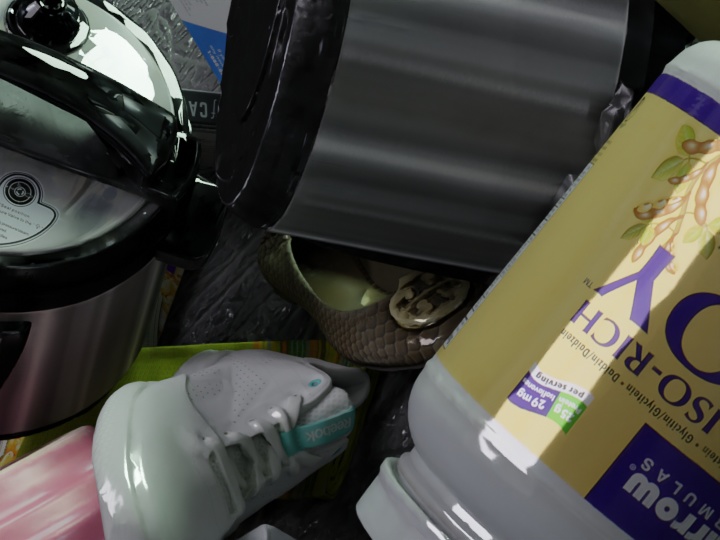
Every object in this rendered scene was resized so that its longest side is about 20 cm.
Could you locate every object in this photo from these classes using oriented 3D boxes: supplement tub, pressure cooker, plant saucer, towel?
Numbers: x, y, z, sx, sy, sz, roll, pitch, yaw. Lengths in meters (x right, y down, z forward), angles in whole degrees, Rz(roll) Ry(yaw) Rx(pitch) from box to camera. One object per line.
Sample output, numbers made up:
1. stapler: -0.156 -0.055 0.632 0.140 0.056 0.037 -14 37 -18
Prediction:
1. supplement tub: 0.107 0.040 0.720 0.200 0.145 0.145 -52 29 4
2. pressure cooker: 0.050 -0.084 0.894 0.179 0.199 0.177 -174 94 -77
3. pressure cooker: -0.169 -0.039 0.978 0.179 0.175 0.200 62 152 24
4. plant saucer: -0.176 0.124 0.946 0.200 0.051 0.201 -27 1 0
5. towel: -0.084 0.071 1.033 0.199 0.018 0.086 -4 52 34

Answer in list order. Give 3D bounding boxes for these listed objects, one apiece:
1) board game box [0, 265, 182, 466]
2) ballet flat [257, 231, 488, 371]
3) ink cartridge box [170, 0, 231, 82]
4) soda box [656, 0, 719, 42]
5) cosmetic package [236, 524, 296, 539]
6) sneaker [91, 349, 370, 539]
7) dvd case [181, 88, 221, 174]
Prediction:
1. board game box: -0.181 0.072 1.184 0.151 0.046 0.201 -20 44 44
2. ballet flat: 0.000 0.000 1.000 0.067 0.046 0.200 -26 23 -16
3. ink cartridge box: -0.017 -0.170 1.121 0.200 0.116 0.067 -17 19 49
4. soda box: 0.135 -0.139 0.811 0.064 0.200 0.068 -30 37 35
5. cosmetic package: -0.080 0.202 0.882 0.200 0.081 0.113 -34 36 31
6. sneaker: -0.047 0.071 0.891 0.088 0.076 0.200 -7 14 15
7. dvd case: -0.129 -0.073 1.185 0.200 0.150 0.025 -9 81 51
